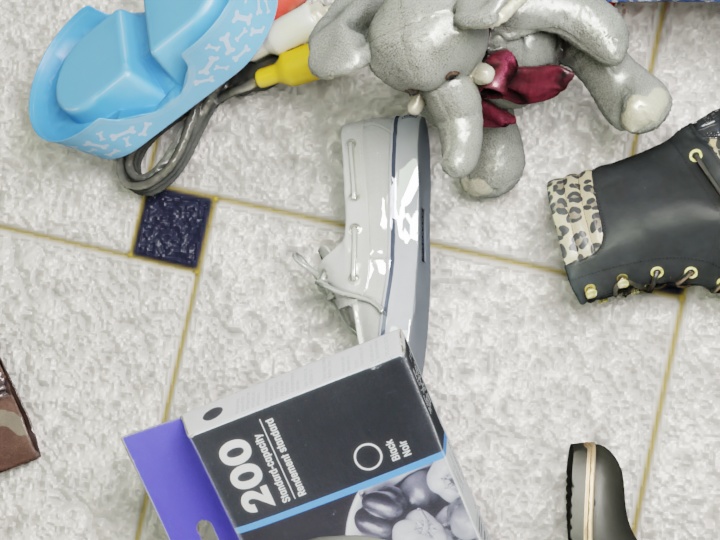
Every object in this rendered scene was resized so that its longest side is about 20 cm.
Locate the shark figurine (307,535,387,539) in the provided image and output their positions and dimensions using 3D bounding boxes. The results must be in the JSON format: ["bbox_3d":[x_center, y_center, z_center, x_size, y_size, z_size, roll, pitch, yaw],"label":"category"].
[{"bbox_3d":[0.051,0.223,1.040,0.127,0.090,0.215,-32,109,11],"label":"shark figurine"}]

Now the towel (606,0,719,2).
[{"bbox_3d":[0.206,-0.231,1.024,0.198,0.024,0.147,6,85,39],"label":"towel"}]

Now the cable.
[{"bbox_3d":[-0.094,-0.136,1.165,0.199,0.050,0.098,-31,71,8],"label":"cable"}]

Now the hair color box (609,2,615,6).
[{"bbox_3d":[0.143,-0.258,1.126,0.101,0.061,0.202,22,88,14],"label":"hair color box"}]

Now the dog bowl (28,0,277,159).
[{"bbox_3d":[-0.136,-0.149,1.150,0.199,0.049,0.112,-34,46,24],"label":"dog bowl"}]

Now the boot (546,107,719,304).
[{"bbox_3d":[0.212,0.006,1.078,0.152,0.073,0.206,-19,76,13],"label":"boot"}]

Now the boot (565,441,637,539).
[{"bbox_3d":[0.199,0.201,1.064,0.137,0.077,0.203,-7,95,8],"label":"boot"}]

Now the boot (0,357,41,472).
[{"bbox_3d":[-0.331,0.085,1.205,0.165,0.072,0.201,-30,77,-4],"label":"boot"}]

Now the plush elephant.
[{"bbox_3d":[0.066,-0.127,1.030,0.164,0.155,0.202,-13,106,41],"label":"plush elephant"}]

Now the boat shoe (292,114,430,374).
[{"bbox_3d":[-0.001,-0.002,1.124,0.085,0.075,0.205,-1,82,12],"label":"boat shoe"}]

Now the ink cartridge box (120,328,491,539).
[{"bbox_3d":[-0.027,0.163,1.088,0.198,0.043,0.200,-21,107,10],"label":"ink cartridge box"}]
